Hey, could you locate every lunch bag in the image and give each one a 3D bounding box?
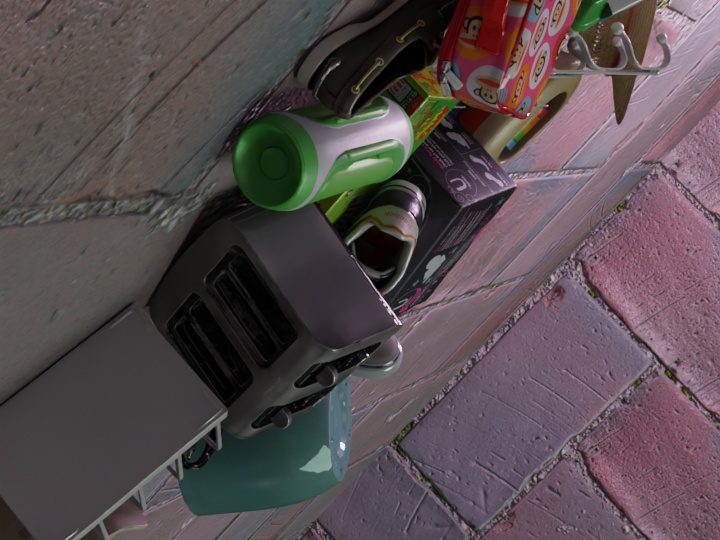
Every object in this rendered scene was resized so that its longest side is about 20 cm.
[{"bbox_3d":[0.133,-0.233,1.185,0.202,0.081,0.176,-71,165,7],"label":"lunch bag"}]

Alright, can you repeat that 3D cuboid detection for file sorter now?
[{"bbox_3d":[-0.240,0.163,1.288,0.199,0.139,0.125,-39,163,-19],"label":"file sorter"}]

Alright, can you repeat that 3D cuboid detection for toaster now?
[{"bbox_3d":[-0.085,0.033,1.300,0.118,0.201,0.181,-25,167,-48],"label":"toaster"}]

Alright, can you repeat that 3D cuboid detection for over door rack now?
[{"bbox_3d":[0.209,-0.222,1.470,0.198,0.067,0.147,-19,-166,-31],"label":"over door rack"}]

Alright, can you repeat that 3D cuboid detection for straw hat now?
[{"bbox_3d":[0.289,-0.278,1.636,0.201,0.084,0.204,13,90,-87],"label":"straw hat"}]

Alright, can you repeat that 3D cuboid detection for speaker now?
[{"bbox_3d":[-0.029,-0.106,1.218,0.089,0.089,0.199,-50,167,28],"label":"speaker"}]

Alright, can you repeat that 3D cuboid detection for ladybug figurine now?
[{"bbox_3d":[0.174,-0.187,1.629,0.200,0.072,0.136,-44,167,2],"label":"ladybug figurine"}]

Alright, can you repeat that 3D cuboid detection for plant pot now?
[{"bbox_3d":[-0.097,0.164,1.502,0.159,0.203,0.201,-1,174,11],"label":"plant pot"}]

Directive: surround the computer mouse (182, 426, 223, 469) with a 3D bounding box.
[{"bbox_3d":[-0.148,0.104,1.400,0.034,0.058,0.202,-23,-129,47],"label":"computer mouse"}]

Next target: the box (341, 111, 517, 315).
[{"bbox_3d":[0.049,-0.060,1.514,0.114,0.132,0.200,-23,156,-49],"label":"box"}]

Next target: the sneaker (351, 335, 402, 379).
[{"bbox_3d":[-0.040,0.031,1.382,0.073,0.199,0.071,-45,162,-32],"label":"sneaker"}]

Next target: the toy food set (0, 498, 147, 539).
[{"bbox_3d":[-0.316,0.269,1.386,0.200,0.144,0.060,-45,146,7],"label":"toy food set"}]

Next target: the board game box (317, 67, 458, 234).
[{"bbox_3d":[0.005,-0.115,1.385,0.200,0.048,0.101,-48,168,19],"label":"board game box"}]

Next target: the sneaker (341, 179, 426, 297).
[{"bbox_3d":[0.000,0.000,1.434,0.080,0.078,0.201,-69,-175,-51],"label":"sneaker"}]

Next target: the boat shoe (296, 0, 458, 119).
[{"bbox_3d":[0.034,-0.192,1.187,0.199,0.060,0.072,-35,165,-34],"label":"boat shoe"}]

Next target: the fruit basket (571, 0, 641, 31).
[{"bbox_3d":[0.255,-0.298,1.431,0.184,0.094,0.200,-27,175,-4],"label":"fruit basket"}]
